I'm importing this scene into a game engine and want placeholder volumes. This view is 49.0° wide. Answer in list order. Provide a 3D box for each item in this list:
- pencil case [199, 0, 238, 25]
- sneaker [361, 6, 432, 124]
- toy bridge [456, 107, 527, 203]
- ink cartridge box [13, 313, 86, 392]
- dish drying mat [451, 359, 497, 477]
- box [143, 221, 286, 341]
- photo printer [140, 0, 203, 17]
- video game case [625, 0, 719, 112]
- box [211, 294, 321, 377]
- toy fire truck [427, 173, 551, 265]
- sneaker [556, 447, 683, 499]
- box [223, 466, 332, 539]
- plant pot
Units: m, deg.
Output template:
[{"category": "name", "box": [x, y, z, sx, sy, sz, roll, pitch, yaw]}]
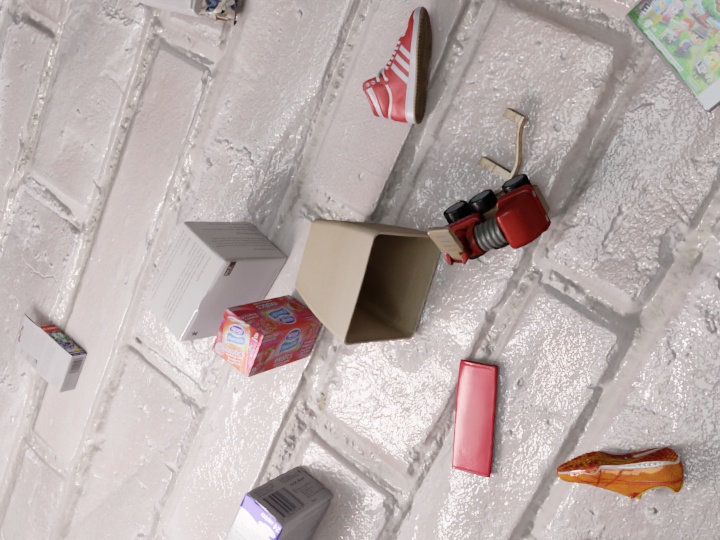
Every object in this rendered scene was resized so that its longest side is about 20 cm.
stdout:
[{"category": "pencil case", "box": [-0.265, -0.602, 1.585, 0.089, 0.077, 0.201, 28, 108, 47]}, {"category": "sneaker", "box": [0.064, -0.368, 1.414, 0.112, 0.071, 0.202, 10, 101, 26]}, {"category": "toy bridge", "box": [0.233, -0.173, 1.353, 0.067, 0.027, 0.201, 34, 111, 23]}, {"category": "ink cartridge box", "box": [-0.771, 0.199, 1.956, 0.199, 0.050, 0.110, 34, 110, 25]}, {"category": "dish drying mat", "box": [0.204, 0.263, 1.408, 0.076, 0.018, 0.202, 7, 98, 31]}, {"category": "box", "box": [-0.287, 0.018, 1.573, 0.131, 0.200, 0.200, 41, 112, 23]}, {"category": "photo printer", "box": [-0.394, -0.633, 1.664, 0.199, 0.069, 0.168, 20, 104, 28]}, {"category": "video game case", "box": [0.527, -0.370, 1.170, 0.182, 0.022, 0.201, -41, 73, 26]}, {"category": "box", "box": [-0.174, 0.121, 1.513, 0.099, 0.200, 0.096, 32, 111, 24]}, {"category": "toy fire truck", "box": [0.197, -0.067, 1.263, 0.175, 0.200, 0.129, -23, 108, 29]}, {"category": "sneaker", "box": [0.411, 0.331, 1.262, 0.199, 0.073, 0.078, -9, 99, 33]}, {"category": "box", "box": [-0.173, 0.515, 1.550, 0.105, 0.184, 0.201, 33, 108, 23]}, {"category": "plant pot", "box": [0.000, 0.000, 1.418, 0.177, 0.199, 0.201, 27, 107, 37]}]
